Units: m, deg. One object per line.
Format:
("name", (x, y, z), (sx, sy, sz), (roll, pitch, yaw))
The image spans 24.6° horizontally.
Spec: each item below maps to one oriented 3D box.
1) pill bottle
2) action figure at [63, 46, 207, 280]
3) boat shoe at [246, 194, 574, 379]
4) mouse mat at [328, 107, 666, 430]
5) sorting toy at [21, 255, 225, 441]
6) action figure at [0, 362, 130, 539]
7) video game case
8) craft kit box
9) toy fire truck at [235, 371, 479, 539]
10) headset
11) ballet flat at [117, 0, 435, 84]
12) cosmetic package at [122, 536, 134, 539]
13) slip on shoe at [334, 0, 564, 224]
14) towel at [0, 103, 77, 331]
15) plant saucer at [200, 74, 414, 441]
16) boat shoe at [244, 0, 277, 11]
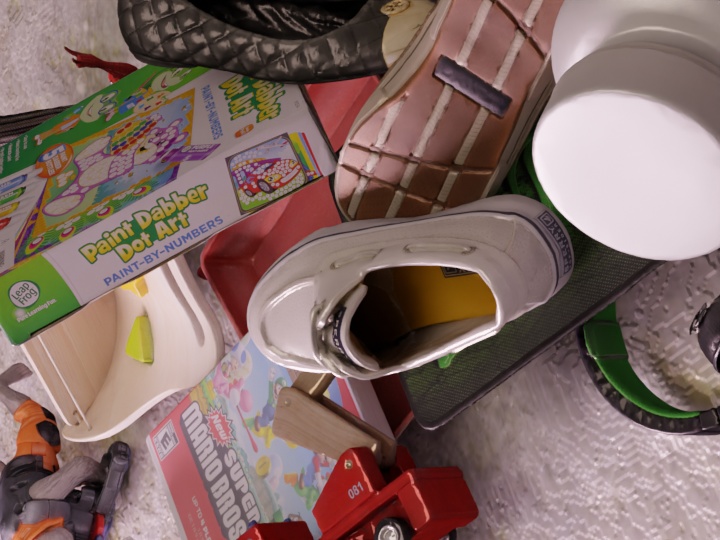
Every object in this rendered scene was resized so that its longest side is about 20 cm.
("pill bottle", (0.143, -0.103, 0.656), (0.112, 0.113, 0.201), (-22, 30, 49))
("action figure", (-0.149, -0.082, 1.120), (0.065, 0.098, 0.200), (-60, 43, 29))
("boat shoe", (0.006, 0.018, 0.776), (0.199, 0.070, 0.071), (-12, 108, 43))
("mouse mat", (0.064, -0.037, 0.784), (0.200, 0.007, 0.162), (-41, 59, 39))
("sorting toy", (-0.163, 0.010, 1.085), (0.179, 0.107, 0.201), (4, 125, 52))
("action figure", (-0.250, 0.191, 1.227), (0.193, 0.104, 0.201), (45, 120, 55))
("video game case", (-0.055, 0.115, 0.985), (0.200, 0.017, 0.144), (-44, 59, 40))
("craft kit box", (-0.119, -0.062, 0.929), (0.049, 0.196, 0.200), (63, -179, -27))
("toy fire truck", (-0.008, 0.098, 0.882), (0.200, 0.049, 0.142), (-41, 61, 29))
("headset", (0.164, -0.004, 0.713), (0.200, 0.094, 0.124), (-32, 64, 40))
("ballet flat", (-0.046, -0.134, 0.871), (0.199, 0.066, 0.057), (7, 122, 25))
("cosmetic package", (-0.094, 0.271, 1.012), (0.200, 0.051, 0.152), (25, 138, 49))
("slip on shoe", (0.051, -0.088, 0.758), (0.076, 0.061, 0.201), (34, 135, 7))
("towel", (-0.269, -0.026, 1.197), (0.034, 0.192, 0.201), (36, 116, 19))
("plant saucer", (0.000, 0.000, 0.959), (0.200, 0.037, 0.201), (-55, 52, 35))
("boat shoe", (-0.070, -0.200, 0.939), (0.199, 0.069, 0.085), (24, 111, 12))
